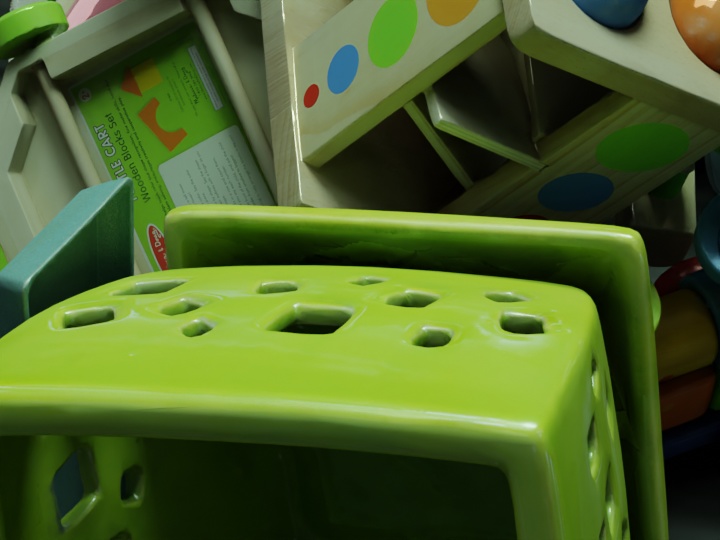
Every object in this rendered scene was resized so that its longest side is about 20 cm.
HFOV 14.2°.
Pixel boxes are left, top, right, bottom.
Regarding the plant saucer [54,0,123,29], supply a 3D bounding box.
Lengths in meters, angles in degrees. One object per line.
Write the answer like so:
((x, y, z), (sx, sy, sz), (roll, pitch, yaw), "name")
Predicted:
((-0.065, -0.082, 1.191), (0.200, 0.051, 0.201), (-16, 47, 18), "plant saucer")

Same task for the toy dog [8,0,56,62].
((-0.146, -0.116, 1.322), (0.096, 0.200, 0.132), (-40, 35, 11), "toy dog")

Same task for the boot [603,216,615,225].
((0.000, 0.000, 1.186), (0.150, 0.073, 0.200), (21, 51, 38), "boot")

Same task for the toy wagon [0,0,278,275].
((-0.091, -0.034, 1.111), (0.200, 0.155, 0.040), (-26, -8, 18), "toy wagon")

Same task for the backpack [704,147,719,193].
((0.228, -0.118, 1.206), (0.147, 0.183, 0.200), (11, 33, 27), "backpack")

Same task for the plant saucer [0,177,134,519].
((-0.101, 0.063, 0.992), (0.019, 0.200, 0.070), (19, 40, 18), "plant saucer")

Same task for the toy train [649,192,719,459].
((0.077, 0.038, 1.044), (0.200, 0.116, 0.085), (-18, 64, -14), "toy train")

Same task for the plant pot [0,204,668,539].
((0.000, 0.085, 0.945), (0.199, 0.200, 0.182), (3, 29, 20), "plant pot")

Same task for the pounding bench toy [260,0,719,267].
((0.090, -0.080, 1.047), (0.156, 0.200, 0.124), (-34, 50, 41), "pounding bench toy")
